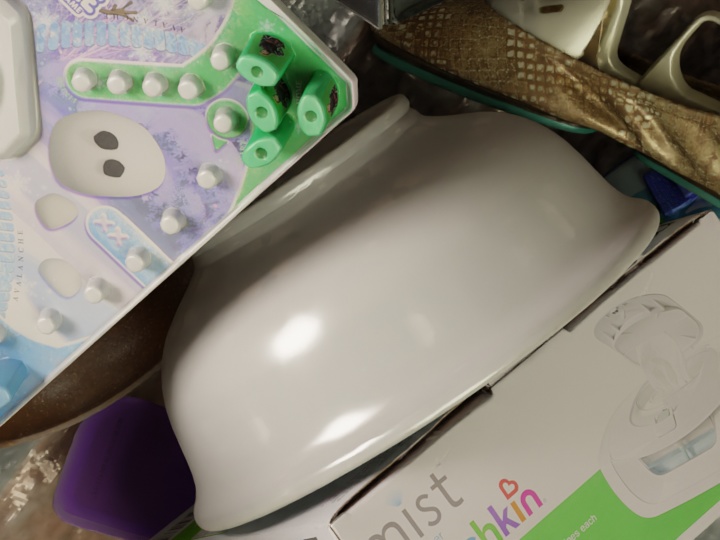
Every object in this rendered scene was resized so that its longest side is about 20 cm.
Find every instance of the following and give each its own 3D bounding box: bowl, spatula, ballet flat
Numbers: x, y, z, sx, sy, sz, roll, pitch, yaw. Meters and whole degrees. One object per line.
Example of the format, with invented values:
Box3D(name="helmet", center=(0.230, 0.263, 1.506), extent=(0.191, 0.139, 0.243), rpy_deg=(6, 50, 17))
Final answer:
Box3D(name="bowl", center=(0.000, 0.000, 1.063), extent=(0.201, 0.201, 0.090), rpy_deg=(-35, 96, -2))
Box3D(name="spatula", center=(-0.021, 0.104, 1.180), extent=(0.200, 0.021, 0.057), rpy_deg=(21, 73, -14))
Box3D(name="ballet flat", center=(0.103, -0.073, 1.100), extent=(0.200, 0.071, 0.065), rpy_deg=(23, 108, 5))

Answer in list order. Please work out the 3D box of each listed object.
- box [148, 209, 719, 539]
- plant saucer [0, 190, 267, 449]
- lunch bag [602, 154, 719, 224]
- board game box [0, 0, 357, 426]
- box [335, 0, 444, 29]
Box3D(name="box", center=(0.042, 0.077, 1.097), extent=(0.200, 0.176, 0.097), rpy_deg=(-37, 99, -29))
Box3D(name="plant saucer", center=(-0.128, -0.025, 1.071), extent=(0.200, 0.034, 0.200), rpy_deg=(-20, 132, -24))
Box3D(name="lunch bag", center=(0.195, -0.029, 1.191), extent=(0.200, 0.082, 0.161), rpy_deg=(-34, 148, 9))
Box3D(name="board game box", center=(-0.137, -0.062, 0.949), extent=(0.200, 0.026, 0.200), rpy_deg=(44, 118, -10))
Box3D(name="box", center=(0.029, -0.180, 0.934), extent=(0.200, 0.164, 0.086), rpy_deg=(-29, 137, -30))
